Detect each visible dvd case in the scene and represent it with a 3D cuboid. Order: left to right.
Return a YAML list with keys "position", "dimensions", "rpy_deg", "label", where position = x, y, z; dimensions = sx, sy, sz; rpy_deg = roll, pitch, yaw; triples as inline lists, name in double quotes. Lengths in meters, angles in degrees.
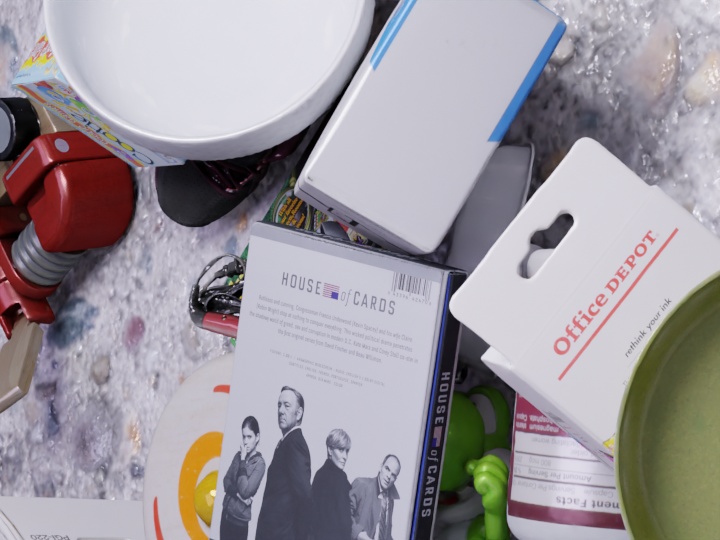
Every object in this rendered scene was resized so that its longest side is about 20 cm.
- position: [-0.015, 0.084, 1.326]
  dimensions: [0.150, 0.025, 0.200]
  rpy_deg: [15, 100, 41]
  label: "dvd case"

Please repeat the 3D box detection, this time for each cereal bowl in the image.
- position: [-0.085, -0.153, 1.430]
  dimensions: [0.200, 0.083, 0.200]
  rpy_deg: [-3, 69, 9]
  label: "cereal bowl"

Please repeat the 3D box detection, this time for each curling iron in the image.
- position: [-0.023, 0.034, 1.413]
  dimensions: [0.200, 0.026, 0.050]
  rpy_deg: [18, 86, 34]
  label: "curling iron"

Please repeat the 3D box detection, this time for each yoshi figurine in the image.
- position: [0.047, 0.148, 1.340]
  dimensions: [0.112, 0.112, 0.200]
  rpy_deg: [91, 180, -60]
  label: "yoshi figurine"

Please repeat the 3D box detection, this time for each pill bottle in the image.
- position: [0.137, 0.092, 1.269]
  dimensions: [0.114, 0.114, 0.200]
  rpy_deg: [4, 89, 50]
  label: "pill bottle"

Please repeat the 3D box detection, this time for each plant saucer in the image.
- position: [0.214, 0.086, 1.141]
  dimensions: [0.031, 0.200, 0.200]
  rpy_deg: [-167, 84, -80]
  label: "plant saucer"

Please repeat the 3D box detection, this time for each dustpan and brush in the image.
- position: [0.077, -0.003, 1.333]
  dimensions: [0.057, 0.200, 0.140]
  rpy_deg: [10, 94, 16]
  label: "dustpan and brush"

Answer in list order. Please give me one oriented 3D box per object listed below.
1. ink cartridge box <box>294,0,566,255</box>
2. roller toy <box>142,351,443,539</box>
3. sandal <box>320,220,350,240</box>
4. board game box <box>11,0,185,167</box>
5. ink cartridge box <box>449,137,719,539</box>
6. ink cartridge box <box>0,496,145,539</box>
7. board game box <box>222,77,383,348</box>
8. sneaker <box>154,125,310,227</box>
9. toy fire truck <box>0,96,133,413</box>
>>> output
- position: [0.034, -0.088, 1.335]
  dimensions: [0.146, 0.084, 0.200]
  rpy_deg: [-60, 2, -1]
  label: "ink cartridge box"
- position: [-0.043, 0.139, 1.460]
  dimensions: [0.200, 0.140, 0.183]
  rpy_deg: [53, 124, 40]
  label: "roller toy"
- position: [0.001, 0.000, 1.428]
  dimensions: [0.043, 0.076, 0.200]
  rpy_deg: [-64, 24, -5]
  label: "sandal"
- position: [-0.120, -0.177, 1.541]
  dimensions: [0.200, 0.105, 0.103]
  rpy_deg: [-61, 21, -11]
  label: "board game box"
- position: [0.144, 0.038, 1.179]
  dimensions: [0.117, 0.200, 0.067]
  rpy_deg: [-51, 8, -6]
  label: "ink cartridge box"
- position: [-0.217, 0.259, 1.650]
  dimensions: [0.085, 0.145, 0.200]
  rpy_deg: [45, 119, 44]
  label: "ink cartridge box"
- position: [-0.026, -0.015, 1.549]
  dimensions: [0.200, 0.023, 0.105]
  rpy_deg: [-57, 50, 28]
  label: "board game box"
- position: [-0.084, -0.083, 1.549]
  dimensions: [0.200, 0.076, 0.116]
  rpy_deg: [-53, 12, 33]
  label: "sneaker"
- position: [-0.238, -0.008, 1.741]
  dimensions: [0.176, 0.129, 0.200]
  rpy_deg: [-42, 67, 38]
  label: "toy fire truck"
